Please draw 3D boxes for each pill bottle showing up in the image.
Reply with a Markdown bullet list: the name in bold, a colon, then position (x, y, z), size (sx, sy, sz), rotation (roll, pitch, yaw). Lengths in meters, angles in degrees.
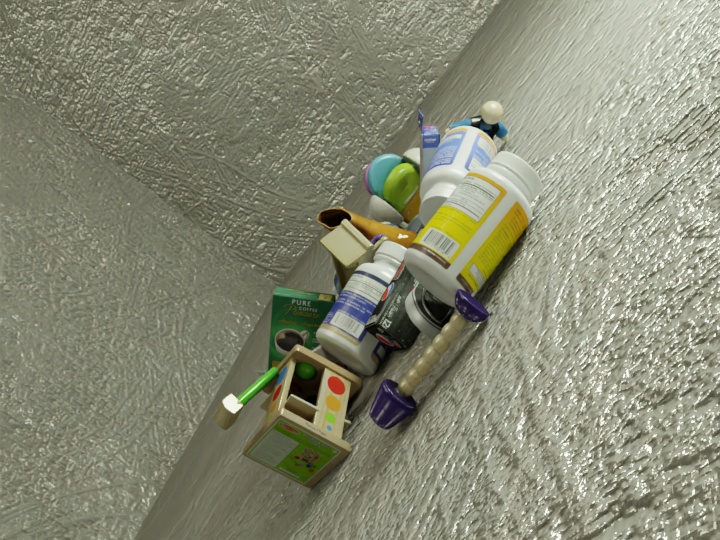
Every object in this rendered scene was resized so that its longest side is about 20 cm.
- **pill bottle**: position (0.154, -0.058, 1.111), size (0.201, 0.109, 0.109), rotation (-50, 8, -10)
- **pill bottle**: position (0.023, 0.059, 1.395), size (0.202, 0.119, 0.120), rotation (-57, 9, -16)
- **pill bottle**: position (0.165, -0.152, 1.440), size (0.112, 0.111, 0.202), rotation (-46, 12, 44)

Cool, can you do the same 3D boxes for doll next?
- **doll**: position (0.214, -0.242, 1.540), size (0.201, 0.133, 0.049), rotation (115, 147, -56)

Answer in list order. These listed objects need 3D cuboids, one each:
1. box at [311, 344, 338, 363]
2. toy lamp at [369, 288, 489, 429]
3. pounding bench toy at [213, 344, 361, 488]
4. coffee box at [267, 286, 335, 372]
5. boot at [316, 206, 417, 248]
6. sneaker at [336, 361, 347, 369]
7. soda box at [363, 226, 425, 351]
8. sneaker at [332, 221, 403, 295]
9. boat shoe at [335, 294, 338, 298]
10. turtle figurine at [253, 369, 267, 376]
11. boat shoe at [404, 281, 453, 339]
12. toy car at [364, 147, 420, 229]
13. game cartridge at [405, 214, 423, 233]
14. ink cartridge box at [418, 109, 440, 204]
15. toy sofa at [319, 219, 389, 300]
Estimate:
- **box**: position (-0.041, 0.137, 1.502), size (0.038, 0.042, 0.200), rotation (-28, 1, 22)
- **toy lamp**: position (0.082, 0.116, 1.057), size (0.201, 0.058, 0.058), rotation (-53, 8, 11)
- **pounding bench toy**: position (-0.116, 0.201, 1.280), size (0.124, 0.197, 0.158), rotation (-47, 21, 38)
- **coffee box**: position (-0.113, 0.138, 1.584), size (0.044, 0.120, 0.205), rotation (-71, -13, -71)
- **boot**: position (0.024, -0.063, 1.528), size (0.198, 0.144, 0.072), rotation (8, 73, 35)
- **sneaker**: position (-0.094, 0.242, 1.513), size (0.201, 0.071, 0.112), rotation (-53, 5, 2)
- **soda box**: position (0.087, 0.025, 1.325), size (0.202, 0.070, 0.063), rotation (-58, 12, -18)
- **sneaker**: position (0.022, -0.010, 1.652), size (0.201, 0.078, 0.090), rotation (-49, 29, 26)
- **boat shoe**: position (-0.018, 0.058, 1.782), size (0.202, 0.062, 0.074), rotation (-56, -7, -26)
- **turtle figurine**: position (-0.149, 0.220, 1.819), size (0.148, 0.102, 0.200), rotation (-31, 5, 33)
- **boat shoe**: position (0.115, 0.029, 1.198), size (0.067, 0.069, 0.200), rotation (-52, 1, 23)
- **toy car**: position (0.077, -0.179, 1.778), size (0.176, 0.149, 0.200), rotation (-52, -23, -1)
- **game cartridge**: position (0.081, -0.025, 1.686), size (0.202, 0.040, 0.133), rotation (-55, 12, 1)
- **ink cartridge box**: position (0.132, -0.200, 1.592), size (0.120, 0.041, 0.205), rotation (-85, -9, -75)
- **toy sofa**: position (0.000, 0.000, 1.515), size (0.097, 0.083, 0.202), rotation (-36, -34, -17)
